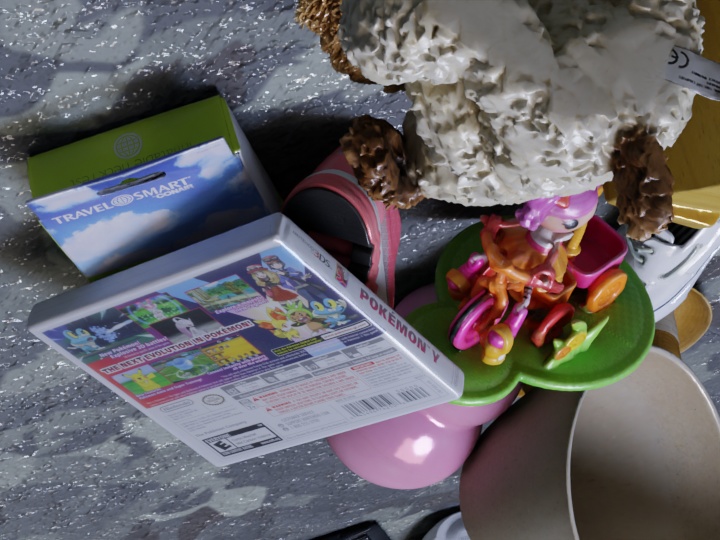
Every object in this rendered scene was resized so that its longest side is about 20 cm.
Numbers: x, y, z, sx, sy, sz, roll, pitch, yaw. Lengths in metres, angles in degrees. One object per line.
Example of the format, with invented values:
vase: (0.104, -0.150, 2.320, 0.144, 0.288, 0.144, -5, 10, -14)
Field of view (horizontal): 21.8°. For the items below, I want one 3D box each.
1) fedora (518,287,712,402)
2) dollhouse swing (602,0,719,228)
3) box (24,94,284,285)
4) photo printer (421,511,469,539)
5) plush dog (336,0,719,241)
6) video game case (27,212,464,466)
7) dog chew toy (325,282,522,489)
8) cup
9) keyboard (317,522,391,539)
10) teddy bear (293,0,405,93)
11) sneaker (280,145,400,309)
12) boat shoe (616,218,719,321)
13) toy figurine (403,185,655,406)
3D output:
fedora: (0.190, 0.082, 1.459, 0.200, 0.082, 0.201, -13, 154, -6)
dollhouse swing: (0.242, -0.100, 0.973, 0.175, 0.182, 0.200, -8, 180, -20)
box: (-0.113, -0.033, 1.103, 0.122, 0.048, 0.200, -18, 154, 4)
photo printer: (0.146, 0.279, 1.836, 0.199, 0.070, 0.167, -10, 153, -12)
plush dog: (0.086, -0.082, 0.908, 0.200, 0.161, 0.172, -23, 179, -18)
video game case: (-0.069, 0.048, 1.127, 0.200, 0.023, 0.182, -18, 136, 34)
dog chew toy: (0.060, 0.066, 1.325, 0.124, 0.125, 0.200, 11, 134, -43)
cup: (0.156, 0.160, 1.351, 0.143, 0.201, 0.200, -10, 164, 44)
keyboard: (-0.007, 0.303, 1.830, 0.104, 0.040, 0.200, -20, 153, 5)
teddy bear: (0.056, -0.175, 0.921, 0.145, 0.067, 0.200, -5, 147, -42)
sneaker: (0.000, 0.000, 1.158, 0.074, 0.087, 0.200, 18, 139, 14)
boat shoe: (0.210, -0.031, 1.276, 0.067, 0.074, 0.200, 14, 128, -45)
toy figurine: (0.121, -0.030, 1.150, 0.200, 0.150, 0.184, -27, 150, -35)
